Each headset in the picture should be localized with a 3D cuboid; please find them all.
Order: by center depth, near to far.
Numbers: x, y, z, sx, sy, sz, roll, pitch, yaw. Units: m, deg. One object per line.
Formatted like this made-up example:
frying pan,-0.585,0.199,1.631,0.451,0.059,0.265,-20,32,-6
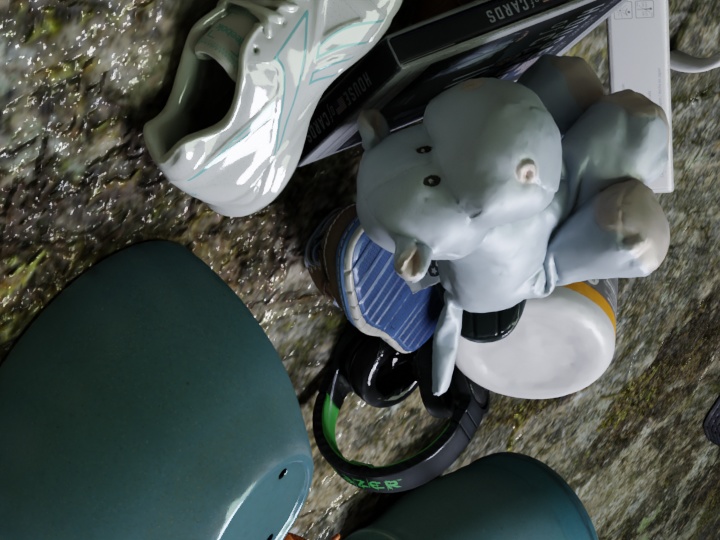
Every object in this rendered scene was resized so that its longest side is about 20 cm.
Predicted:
headset,0.036,0.059,1.288,0.201,0.123,0.094,-63,143,-26

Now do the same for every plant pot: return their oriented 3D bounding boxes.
plant pot,-0.105,0.104,1.002,0.200,0.134,0.201,-45,155,-28
plant pot,0.078,0.274,1.576,0.187,0.200,0.201,-8,129,-43

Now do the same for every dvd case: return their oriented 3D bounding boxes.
dvd case,0.065,-0.126,1.046,0.199,0.025,0.150,-23,173,-29

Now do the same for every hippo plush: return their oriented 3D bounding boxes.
hippo plush,0.061,-0.057,1.012,0.199,0.161,0.160,-29,148,27

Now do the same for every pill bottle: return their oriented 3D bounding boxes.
pill bottle,0.123,-0.021,1.253,0.117,0.115,0.201,94,3,-51

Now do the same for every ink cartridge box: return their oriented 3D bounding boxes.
ink cartridge box,0.191,-0.179,1.240,0.177,0.044,0.202,-75,161,-63

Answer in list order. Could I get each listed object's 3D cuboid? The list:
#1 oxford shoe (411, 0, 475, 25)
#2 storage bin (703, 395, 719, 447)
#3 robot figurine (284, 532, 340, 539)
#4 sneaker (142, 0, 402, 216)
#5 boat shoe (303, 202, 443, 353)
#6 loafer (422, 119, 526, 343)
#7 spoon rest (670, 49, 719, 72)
oxford shoe,0.090,-0.188,1.143,0.071,0.072,0.200,-35,178,38
storage bin,0.606,0.184,2.685,0.201,0.093,0.135,-54,158,-5
robot figurine,-0.085,0.264,1.292,0.200,0.116,0.145,-33,109,-45
sneaker,-0.040,-0.123,0.922,0.080,0.070,0.201,22,98,-58
boat shoe,0.000,0.000,1.167,0.072,0.072,0.200,-53,159,-10
loafer,0.076,-0.046,1.158,0.072,0.072,0.202,77,10,-72
spoon rest,0.324,-0.254,1.530,0.099,0.060,0.201,-24,142,-54
